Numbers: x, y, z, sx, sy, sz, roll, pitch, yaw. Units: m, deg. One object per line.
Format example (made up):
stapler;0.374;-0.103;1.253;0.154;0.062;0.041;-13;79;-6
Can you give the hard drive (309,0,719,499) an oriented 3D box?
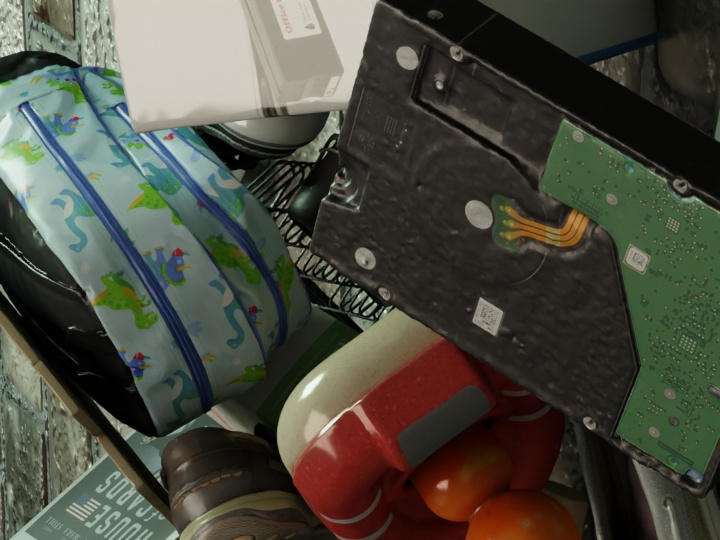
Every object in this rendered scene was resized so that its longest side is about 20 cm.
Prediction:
hard drive;0.081;-0.015;1.110;0.200;0.038;0.140;32;134;19

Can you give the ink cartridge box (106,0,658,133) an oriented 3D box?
ink cartridge box;0.009;-0.120;1.231;0.200;0.144;0.084;-4;100;36

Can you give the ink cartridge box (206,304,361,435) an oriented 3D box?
ink cartridge box;-0.041;0.057;1.459;0.200;0.067;0.117;31;166;46

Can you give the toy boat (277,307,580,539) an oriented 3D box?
toy boat;0.049;0.093;1.247;0.131;0.130;0.200;53;176;16

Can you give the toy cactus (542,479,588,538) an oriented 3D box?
toy cactus;0.062;0.182;1.362;0.200;0.102;0.165;25;100;35

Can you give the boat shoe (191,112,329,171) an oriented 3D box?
boat shoe;-0.059;-0.081;1.409;0.200;0.068;0.057;-123;45;-71

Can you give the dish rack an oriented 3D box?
dish rack;0.000;0.000;1.415;0.153;0.055;0.200;46;169;-16

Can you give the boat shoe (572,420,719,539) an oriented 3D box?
boat shoe;0.126;0.110;1.255;0.074;0.065;0.203;17;114;62

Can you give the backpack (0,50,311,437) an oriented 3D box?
backpack;-0.113;-0.007;1.357;0.200;0.153;0.163;-112;4;-60

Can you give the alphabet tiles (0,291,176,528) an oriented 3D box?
alphabet tiles;-0.149;0.050;1.362;0.200;0.006;0.166;48;175;25

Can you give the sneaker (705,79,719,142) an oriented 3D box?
sneaker;0.142;-0.032;1.157;0.121;0.083;0.201;32;129;45

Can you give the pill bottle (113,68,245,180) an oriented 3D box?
pill bottle;-0.147;-0.059;1.701;0.200;0.113;0.113;-26;76;64

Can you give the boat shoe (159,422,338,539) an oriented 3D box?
boat shoe;-0.046;0.110;1.356;0.200;0.074;0.073;50;-164;-76

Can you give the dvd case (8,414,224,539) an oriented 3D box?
dvd case;-0.097;0.115;1.585;0.025;0.200;0.150;56;163;-24
